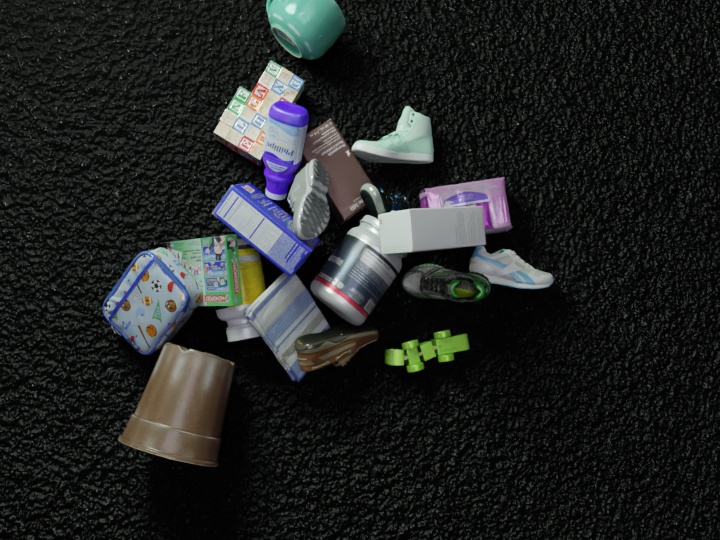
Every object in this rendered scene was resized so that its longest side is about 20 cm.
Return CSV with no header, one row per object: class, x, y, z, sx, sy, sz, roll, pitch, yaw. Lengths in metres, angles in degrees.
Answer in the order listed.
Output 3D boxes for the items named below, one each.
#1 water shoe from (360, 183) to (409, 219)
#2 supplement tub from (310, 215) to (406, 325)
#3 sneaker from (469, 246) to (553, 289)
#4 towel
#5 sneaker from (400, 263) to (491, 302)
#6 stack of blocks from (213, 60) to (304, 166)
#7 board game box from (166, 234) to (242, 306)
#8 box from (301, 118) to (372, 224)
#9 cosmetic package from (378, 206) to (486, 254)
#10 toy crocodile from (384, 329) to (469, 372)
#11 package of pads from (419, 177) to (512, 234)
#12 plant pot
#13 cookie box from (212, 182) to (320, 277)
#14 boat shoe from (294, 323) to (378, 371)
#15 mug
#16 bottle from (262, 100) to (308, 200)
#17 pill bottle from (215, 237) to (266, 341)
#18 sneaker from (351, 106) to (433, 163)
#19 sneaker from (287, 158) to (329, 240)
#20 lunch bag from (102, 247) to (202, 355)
water shoe,0.059,-0.141,1.306,0.079,0.200,0.072,-41,63,-2
supplement tub,0.000,0.000,1.306,0.140,0.140,0.201,37,81,-5
sneaker,0.345,-0.004,1.391,0.196,0.076,0.082,9,92,-8
towel,-0.142,0.114,1.281,0.147,0.024,0.201,-48,120,-30
sneaker,0.183,0.027,1.343,0.197,0.085,0.080,2,95,16
stack of blocks,-0.218,-0.347,1.336,0.114,0.059,0.202,30,82,-6
board game box,-0.316,0.003,1.237,0.029,0.198,0.137,-9,95,-50
box,-0.054,-0.214,1.347,0.099,0.075,0.201,-34,94,-10
cosmetic package,0.145,-0.083,1.245,0.197,0.107,0.086,-7,93,-32
toy crocodile,0.149,0.177,1.364,0.197,0.062,0.069,-14,88,-14
package of pads,0.237,-0.134,1.385,0.197,0.076,0.123,-10,88,-9
plant pot,-0.348,0.259,1.218,0.197,0.200,0.201,16,76,-7
cookie box,-0.187,-0.088,1.262,0.199,0.171,0.075,39,99,-4
boat shoe,-0.051,0.164,1.308,0.197,0.075,0.075,-10,105,-32
mug,-0.129,-0.533,1.329,0.152,0.185,0.115,42,83,-28
bottle,-0.163,-0.246,1.286,0.082,0.066,0.202,20,123,6
pill bottle,-0.251,0.040,1.279,0.109,0.111,0.204,-11,88,-9
sneaker,0.070,-0.302,1.362,0.197,0.074,0.120,-1,92,-25
sneaker,-0.110,-0.132,1.245,0.075,0.081,0.202,41,37,-33
lunch bag,-0.422,0.062,1.231,0.160,0.076,0.200,45,110,3
